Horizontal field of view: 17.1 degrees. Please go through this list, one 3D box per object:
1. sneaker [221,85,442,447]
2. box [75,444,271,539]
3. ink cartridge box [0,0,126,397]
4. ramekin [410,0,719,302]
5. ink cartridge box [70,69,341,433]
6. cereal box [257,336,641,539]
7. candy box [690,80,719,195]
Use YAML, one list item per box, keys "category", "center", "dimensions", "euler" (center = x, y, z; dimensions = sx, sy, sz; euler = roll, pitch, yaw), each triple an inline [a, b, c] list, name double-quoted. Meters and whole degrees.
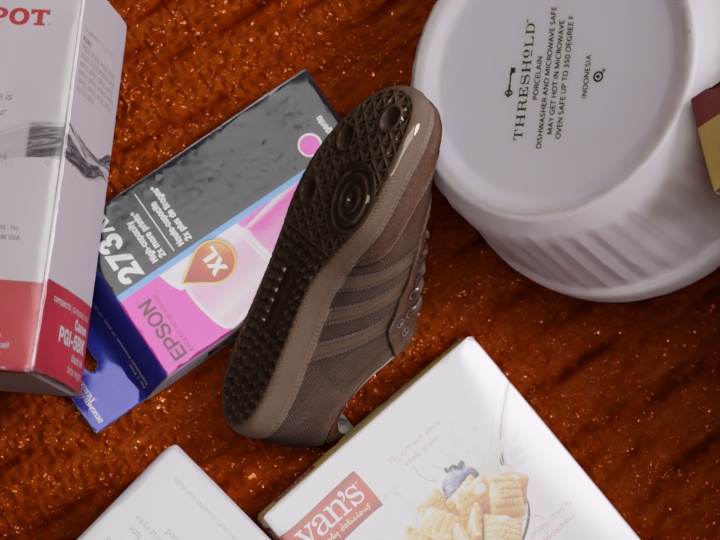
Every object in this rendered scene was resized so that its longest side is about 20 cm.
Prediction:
- category: "sneaker"
  center: [0.000, 0.000, 1.208]
  dimensions: [0.075, 0.071, 0.201]
  euler: [15, 114, -34]
- category: "box"
  center: [-0.109, 0.212, 1.168]
  dimensions: [0.152, 0.106, 0.200]
  euler: [45, 79, 4]
- category: "ink cartridge box"
  center: [-0.205, -0.045, 1.204]
  dimensions: [0.146, 0.083, 0.201]
  euler: [4, 79, 13]
- category: "ramekin"
  center: [0.116, -0.090, 1.198]
  dimensions: [0.201, 0.094, 0.204]
  euler: [-9, 73, 30]
- category: "ink cartridge box"
  center: [-0.083, -0.011, 1.249]
  dimensions: [0.199, 0.037, 0.095]
  euler: [-35, 84, -8]
- category: "cereal box"
  center: [0.064, 0.154, 1.217]
  dimensions: [0.144, 0.040, 0.200]
  euler: [-41, 92, -9]
- category: "candy box"
  center: [0.266, -0.067, 1.124]
  dimensions: [0.199, 0.117, 0.057]
  euler: [11, 59, -38]
